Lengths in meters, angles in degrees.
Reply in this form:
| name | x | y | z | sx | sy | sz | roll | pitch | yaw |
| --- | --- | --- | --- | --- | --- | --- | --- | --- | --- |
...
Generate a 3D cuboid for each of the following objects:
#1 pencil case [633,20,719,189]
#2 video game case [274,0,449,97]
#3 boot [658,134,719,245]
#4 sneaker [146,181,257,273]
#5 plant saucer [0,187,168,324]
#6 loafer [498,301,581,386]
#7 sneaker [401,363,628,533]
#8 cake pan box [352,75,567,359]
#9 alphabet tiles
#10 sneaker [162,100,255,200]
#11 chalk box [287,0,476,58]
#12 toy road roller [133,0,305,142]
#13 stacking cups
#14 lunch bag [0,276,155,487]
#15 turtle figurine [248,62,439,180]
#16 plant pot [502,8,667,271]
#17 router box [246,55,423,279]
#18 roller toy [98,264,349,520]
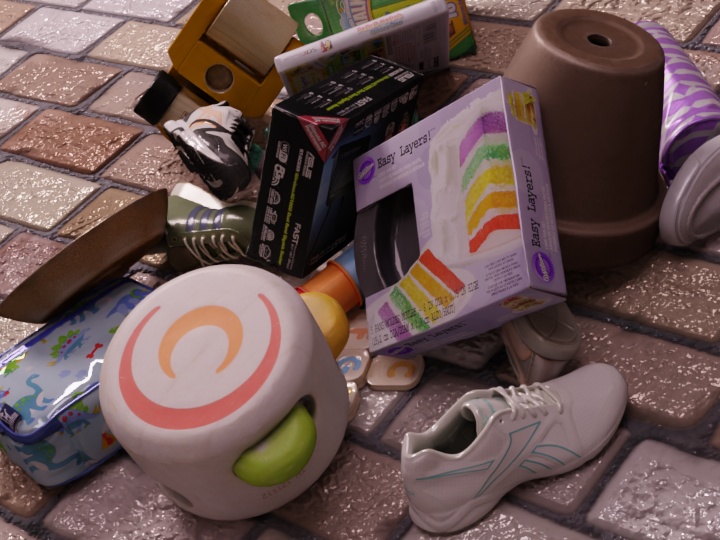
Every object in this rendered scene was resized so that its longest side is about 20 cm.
| name | x | y | z | sx | sy | sz | roll | pitch | yaw |
| --- | --- | --- | --- | --- | --- | --- | --- | --- | --- |
| pencil case | 0.291 | -0.162 | 1.327 | 0.085 | 0.084 | 0.200 | -24 | 37 | 4 |
| video game case | 0.007 | -0.221 | 1.476 | 0.181 | 0.200 | 0.023 | -20 | 82 | 1 |
| boot | 0.353 | -0.082 | 1.208 | 0.200 | 0.074 | 0.095 | -42 | 41 | -22 |
| sneaker | -0.149 | -0.027 | 1.386 | 0.200 | 0.067 | 0.090 | 19 | 55 | 44 |
| plant saucer | -0.255 | -0.005 | 1.325 | 0.200 | 0.035 | 0.200 | -37 | 1 | 1 |
| loafer | 0.133 | 0.027 | 1.186 | 0.072 | 0.063 | 0.200 | 11 | 31 | -15 |
| sneaker | 0.119 | 0.121 | 1.059 | 0.200 | 0.080 | 0.070 | -29 | 36 | -14 |
| cake pan box | 0.074 | -0.038 | 1.153 | 0.200 | 0.052 | 0.185 | -24 | 62 | 45 |
| alphabet tiles | -0.026 | 0.061 | 1.255 | 0.195 | 0.015 | 0.200 | -1 | 40 | 23 |
| sneaker | -0.141 | -0.131 | 1.398 | 0.080 | 0.074 | 0.200 | -31 | 27 | -7 |
| chalk box | 0.019 | -0.303 | 1.601 | 0.199 | 0.125 | 0.124 | -17 | 36 | 7 |
| toy road roller | -0.154 | -0.222 | 1.543 | 0.200 | 0.123 | 0.146 | -52 | 12 | 17 |
| stacking cups | 0.000 | 0.000 | 1.267 | 0.200 | 0.061 | 0.060 | -36 | 39 | -14 |
| lunch bag | -0.248 | 0.095 | 1.263 | 0.200 | 0.083 | 0.161 | -36 | 34 | -21 |
| turtle figurine | -0.013 | -0.150 | 1.438 | 0.199 | 0.101 | 0.150 | -20 | 0 | 23 |
| plant pot | 0.182 | -0.126 | 1.203 | 0.199 | 0.175 | 0.201 | 7 | 36 | -5 |
| router box | -0.021 | -0.099 | 1.286 | 0.062 | 0.150 | 0.200 | 23 | 31 | 18 |
| roller toy | -0.106 | 0.100 | 1.133 | 0.182 | 0.140 | 0.201 | -6 | 53 | 17 |
